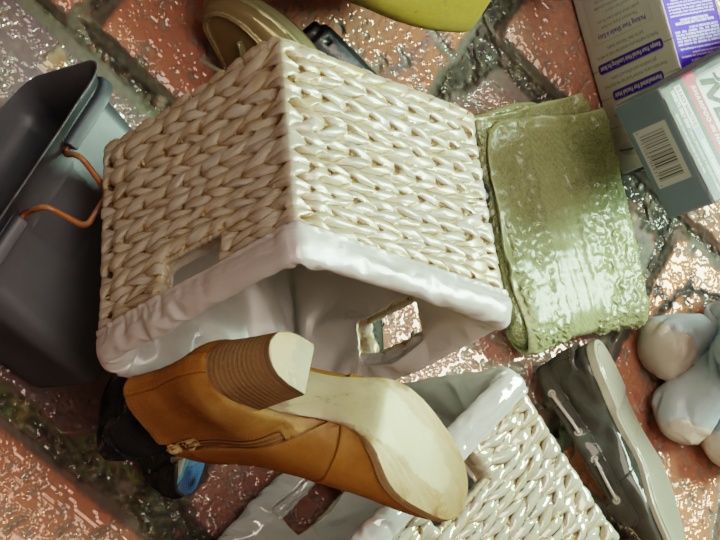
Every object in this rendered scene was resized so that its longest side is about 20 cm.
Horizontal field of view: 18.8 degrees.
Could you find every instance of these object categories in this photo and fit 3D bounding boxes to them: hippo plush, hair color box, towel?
[{"bbox_3d":[0.345,0.071,1.761,0.199,0.161,0.160,-30,95,-32],"label":"hippo plush"},{"bbox_3d":[0.304,-0.129,1.713,0.199,0.061,0.099,-29,95,-33],"label":"hair color box"},{"bbox_3d":[0.156,-0.040,1.749,0.148,0.036,0.201,-11,84,-33],"label":"towel"},{"bbox_3d":[0.242,-0.190,1.790,0.064,0.109,0.201,-12,86,-32],"label":"hair color box"}]

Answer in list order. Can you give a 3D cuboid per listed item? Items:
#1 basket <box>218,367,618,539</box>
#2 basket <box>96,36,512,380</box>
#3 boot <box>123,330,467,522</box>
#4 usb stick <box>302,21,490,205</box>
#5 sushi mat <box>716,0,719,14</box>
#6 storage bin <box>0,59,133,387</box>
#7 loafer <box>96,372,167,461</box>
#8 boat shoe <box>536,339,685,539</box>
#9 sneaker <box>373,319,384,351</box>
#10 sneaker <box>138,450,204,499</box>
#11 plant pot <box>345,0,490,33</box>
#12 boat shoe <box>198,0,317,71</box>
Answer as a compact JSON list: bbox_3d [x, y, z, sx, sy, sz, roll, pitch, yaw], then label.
[{"bbox_3d":[0.035,0.194,1.524,0.198,0.200,0.161,-44,108,-30],"label":"basket"},{"bbox_3d":[-0.043,-0.023,1.395,0.199,0.198,0.162,15,59,-42],"label":"basket"},{"bbox_3d":[-0.041,0.106,1.378,0.201,0.144,0.071,38,52,-30],"label":"boot"},{"bbox_3d":[0.019,-0.107,1.674,0.200,0.055,0.033,45,21,-14],"label":"usb stick"},{"bbox_3d":[0.276,-0.307,1.894,0.200,0.012,0.096,47,61,-14],"label":"sushi mat"},{"bbox_3d":[-0.202,-0.023,1.479,0.134,0.145,0.201,43,61,-27],"label":"storage bin"},{"bbox_3d":[-0.127,0.044,1.479,0.068,0.070,0.201,40,51,-20],"label":"loafer"},{"bbox_3d":[0.202,0.152,1.729,0.201,0.057,0.067,67,22,-6],"label":"boat shoe"},{"bbox_3d":[0.000,0.000,1.567,0.090,0.066,0.201,-10,73,-23],"label":"sneaker"},{"bbox_3d":[-0.088,0.077,1.553,0.090,0.078,0.201,36,65,-26],"label":"sneaker"},{"bbox_3d":[0.019,-0.283,1.608,0.199,0.194,0.196,32,90,-29],"label":"plant pot"},{"bbox_3d":[-0.055,-0.121,1.618,0.200,0.073,0.063,50,57,-12],"label":"boat shoe"}]
